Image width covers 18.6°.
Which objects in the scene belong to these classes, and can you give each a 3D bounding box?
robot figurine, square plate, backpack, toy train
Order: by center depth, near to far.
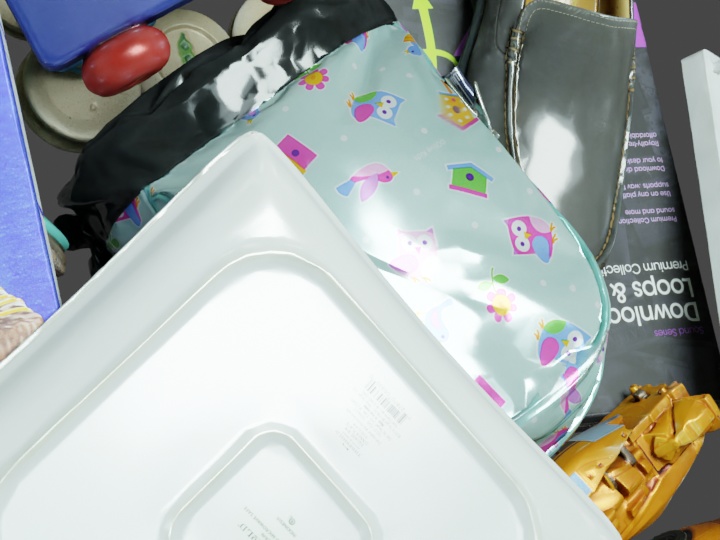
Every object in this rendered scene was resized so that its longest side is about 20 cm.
[{"bbox_3d":[-0.034,0.087,0.720,0.198,0.028,0.200,-44,97,-20],"label":"square plate"},{"bbox_3d":[-0.042,-0.137,0.835,0.200,0.116,0.085,-29,91,-7],"label":"toy train"},{"bbox_3d":[0.000,0.000,0.839,0.167,0.127,0.200,-38,83,-15],"label":"backpack"},{"bbox_3d":[0.087,0.143,0.877,0.200,0.058,0.145,-44,106,-27],"label":"robot figurine"}]

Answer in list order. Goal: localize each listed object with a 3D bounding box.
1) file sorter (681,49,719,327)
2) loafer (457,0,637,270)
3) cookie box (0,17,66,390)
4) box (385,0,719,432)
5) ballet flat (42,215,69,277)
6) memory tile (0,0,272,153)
[{"bbox_3d":[0.236,-0.004,0.936,0.139,0.124,0.201,23,53,-42],"label":"file sorter"},{"bbox_3d":[0.082,-0.092,0.920,0.073,0.072,0.201,3,71,-26],"label":"loafer"},{"bbox_3d":[-0.188,0.008,0.745,0.171,0.075,0.201,-12,87,-9],"label":"cookie box"},{"bbox_3d":[0.074,-0.028,0.955,0.143,0.036,0.201,-5,76,-27],"label":"box"},{"bbox_3d":[-0.202,-0.045,0.818,0.200,0.068,0.067,39,79,-3],"label":"ballet flat"},{"bbox_3d":[-0.099,-0.153,0.926,0.153,0.017,0.201,-15,79,-29],"label":"memory tile"}]
